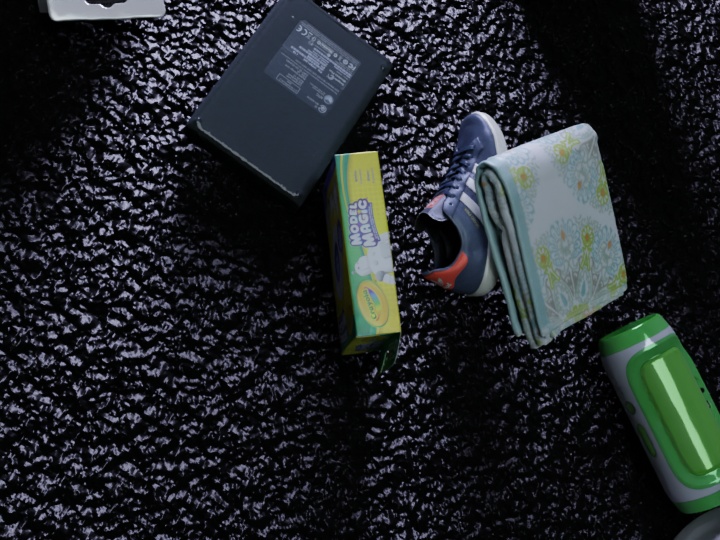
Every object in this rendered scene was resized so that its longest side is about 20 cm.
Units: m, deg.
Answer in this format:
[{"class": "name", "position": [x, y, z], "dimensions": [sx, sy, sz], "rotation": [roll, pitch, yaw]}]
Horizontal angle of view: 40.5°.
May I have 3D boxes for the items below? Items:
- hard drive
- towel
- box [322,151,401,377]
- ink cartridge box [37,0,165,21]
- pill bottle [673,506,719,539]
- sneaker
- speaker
[{"class": "hard drive", "position": [-0.071, -0.178, 1.010], "dimensions": [0.139, 0.033, 0.201], "rotation": [35, 67, -9]}, {"class": "towel", "position": [0.204, -0.039, 1.025], "dimensions": [0.171, 0.048, 0.201], "rotation": [-24, 104, -40]}, {"class": "box", "position": [0.000, 0.000, 0.942], "dimensions": [0.048, 0.117, 0.201], "rotation": [-7, 78, -10]}, {"class": "ink cartridge box", "position": [-0.266, -0.323, 0.957], "dimensions": [0.116, 0.067, 0.201], "rotation": [-8, 77, -22]}, {"class": "pill bottle", "position": [0.418, 0.352, 1.007], "dimensions": [0.200, 0.114, 0.114], "rotation": [48, 66, -3]}, {"class": "sneaker", "position": [0.101, -0.076, 1.023], "dimensions": [0.084, 0.075, 0.201], "rotation": [9, 73, -23]}, {"class": "speaker", "position": [0.331, 0.151, 1.044], "dimensions": [0.088, 0.088, 0.201], "rotation": [-23, 85, -24]}]
